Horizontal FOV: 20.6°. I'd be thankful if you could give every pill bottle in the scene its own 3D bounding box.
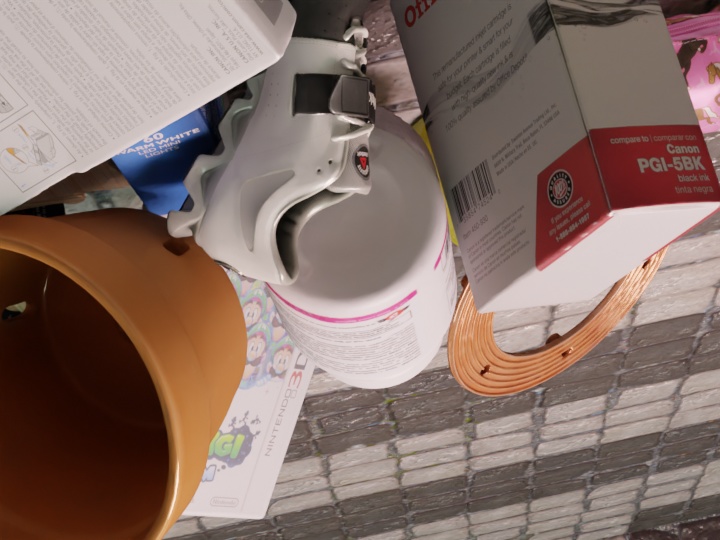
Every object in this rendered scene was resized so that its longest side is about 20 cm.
[{"bbox_3d":[0.000,0.000,1.184,0.113,0.114,0.200,-13,160,1],"label":"pill bottle"}]

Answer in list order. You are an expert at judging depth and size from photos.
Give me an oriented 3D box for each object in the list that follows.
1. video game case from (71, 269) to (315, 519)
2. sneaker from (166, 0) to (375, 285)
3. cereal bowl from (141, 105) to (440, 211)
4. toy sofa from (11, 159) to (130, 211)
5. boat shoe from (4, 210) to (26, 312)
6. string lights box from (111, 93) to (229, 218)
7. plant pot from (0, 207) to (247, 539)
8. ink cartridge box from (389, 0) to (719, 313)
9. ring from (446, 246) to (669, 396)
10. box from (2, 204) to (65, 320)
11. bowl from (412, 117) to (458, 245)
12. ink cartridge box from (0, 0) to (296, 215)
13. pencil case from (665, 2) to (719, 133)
[{"bbox_3d":[-0.105,0.067,1.252,0.024,0.183,0.199,25,-172,40],"label":"video game case"},{"bbox_3d":[-0.018,-0.084,1.048,0.201,0.088,0.074,-63,161,13],"label":"sneaker"},{"bbox_3d":[-0.049,-0.060,1.287,0.199,0.084,0.200,-11,161,-4],"label":"cereal bowl"},{"bbox_3d":[-0.192,-0.105,1.064,0.097,0.083,0.200,-11,161,6],"label":"toy sofa"},{"bbox_3d":[-0.252,-0.042,1.165,0.062,0.074,0.200,-20,133,12],"label":"boat shoe"},{"bbox_3d":[-0.114,-0.106,1.079,0.059,0.103,0.200,-15,161,4],"label":"string lights box"},{"bbox_3d":[-0.152,0.053,1.079,0.199,0.201,0.140,-24,-172,31],"label":"plant pot"},{"bbox_3d":[0.104,-0.097,1.096,0.082,0.201,0.147,-5,161,-29],"label":"ink cartridge box"},{"bbox_3d":[0.132,0.000,1.303,0.200,0.019,0.201,-30,145,-24],"label":"ring"},{"bbox_3d":[-0.277,0.038,1.242,0.181,0.201,0.104,5,157,-40],"label":"box"},{"bbox_3d":[0.132,-0.053,1.383,0.199,0.108,0.200,-10,161,-4],"label":"bowl"},{"bbox_3d":[-0.155,-0.126,0.932,0.199,0.050,0.161,-25,119,29],"label":"ink cartridge box"},{"bbox_3d":[0.157,-0.117,1.259,0.198,0.083,0.087,-10,-178,-7],"label":"pencil case"}]
